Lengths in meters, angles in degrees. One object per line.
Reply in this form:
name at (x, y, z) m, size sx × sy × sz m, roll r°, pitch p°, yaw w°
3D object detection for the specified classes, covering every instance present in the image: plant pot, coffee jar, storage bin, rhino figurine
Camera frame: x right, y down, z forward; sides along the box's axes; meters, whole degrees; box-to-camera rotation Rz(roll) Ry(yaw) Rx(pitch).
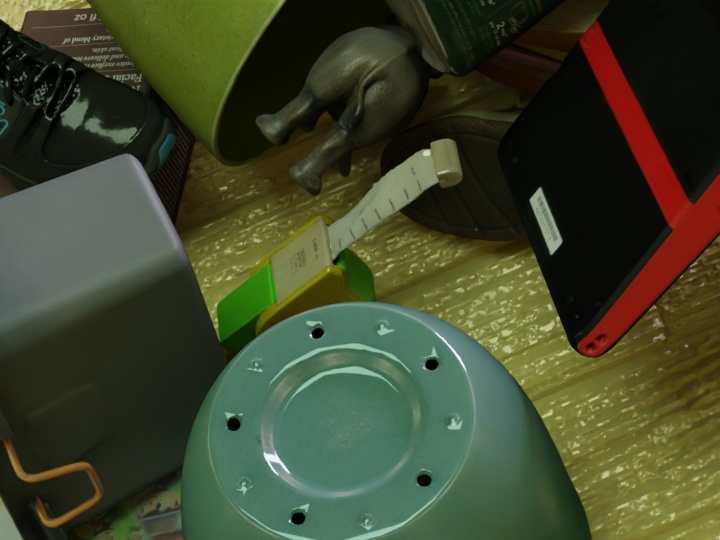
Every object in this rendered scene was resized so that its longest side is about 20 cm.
plant pot at (0.004, 0.108, 1.182) m, size 0.199 × 0.161 × 0.202 m, roll -5°, pitch 57°, yaw 8°
plant pot at (-0.090, -0.192, 1.369) m, size 0.200 × 0.187 × 0.187 m, roll 40°, pitch 78°, yaw 13°
coffee jar at (0.100, -0.191, 1.256) m, size 0.199 × 0.105 × 0.085 m, roll -32°, pitch 32°, yaw -6°
storage bin at (-0.140, 0.044, 1.261) m, size 0.134 × 0.200 × 0.146 m, roll -25°, pitch 51°, yaw -6°
rhino figurine at (0.004, -0.098, 1.348) m, size 0.087 × 0.200 × 0.060 m, roll -44°, pitch 92°, yaw 14°

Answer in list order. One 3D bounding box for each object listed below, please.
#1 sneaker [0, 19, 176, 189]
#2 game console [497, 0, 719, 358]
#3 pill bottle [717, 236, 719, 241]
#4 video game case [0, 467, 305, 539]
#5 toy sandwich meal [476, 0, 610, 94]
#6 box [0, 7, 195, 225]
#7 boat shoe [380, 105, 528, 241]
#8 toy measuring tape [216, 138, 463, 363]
sneaker at (-0.195, -0.098, 1.372) m, size 0.199 × 0.082 × 0.073 m, roll 17°, pitch 61°, yaw 22°
game console at (0.141, -0.071, 1.184) m, size 0.177 × 0.031 × 0.200 m, roll -53°, pitch 25°, yaw 21°
pill bottle at (0.225, -0.101, 1.233) m, size 0.112 × 0.113 × 0.201 m, roll 3°, pitch 51°, yaw 23°
video game case at (-0.104, 0.158, 1.299) m, size 0.199 × 0.022 × 0.183 m, roll -4°, pitch 57°, yaw 20°
toy sandwich meal at (0.125, -0.184, 1.348) m, size 0.204 × 0.070 × 0.206 m, roll -9°, pitch 57°, yaw 14°
box at (-0.159, -0.053, 1.429) m, size 0.100 × 0.075 × 0.201 m, roll -2°, pitch 60°, yaw 20°
boat shoe at (0.108, -0.060, 1.337) m, size 0.199 × 0.072 × 0.076 m, roll 1°, pitch 24°, yaw 32°
toy measuring tape at (0.000, 0.000, 1.307) m, size 0.200 × 0.073 × 0.074 m, roll -37°, pitch 45°, yaw 34°
